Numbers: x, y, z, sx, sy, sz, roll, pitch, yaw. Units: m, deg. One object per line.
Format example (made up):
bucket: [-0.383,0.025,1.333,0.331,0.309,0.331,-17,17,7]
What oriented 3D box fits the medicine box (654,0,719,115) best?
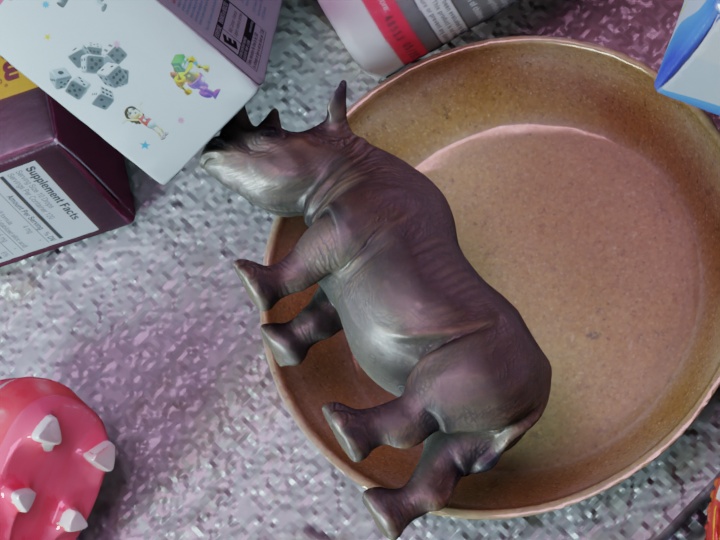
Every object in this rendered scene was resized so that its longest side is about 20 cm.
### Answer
medicine box: [0.229,-0.134,0.958,0.182,0.103,0.201,20,75,-1]

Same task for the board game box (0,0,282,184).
board game box: [-0.125,-0.145,1.036,0.064,0.200,0.148,-44,17,23]

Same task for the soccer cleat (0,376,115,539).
soccer cleat: [-0.165,0.135,1.047,0.076,0.067,0.200,17,79,56]

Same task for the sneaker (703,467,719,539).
sneaker: [0.166,0.083,0.947,0.077,0.073,0.201,12,76,12]

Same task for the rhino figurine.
rhino figurine: [0.000,0.000,0.999,0.087,0.060,0.200,-27,61,-9]

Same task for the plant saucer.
plant saucer: [0.060,0.005,1.031,0.199,0.035,0.201,-7,67,16]

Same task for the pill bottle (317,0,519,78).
pill bottle: [0.063,-0.172,1.058,0.200,0.111,0.111,-29,63,5]

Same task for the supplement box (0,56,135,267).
supplement box: [-0.209,-0.052,1.114,0.199,0.086,0.111,-19,64,10]
